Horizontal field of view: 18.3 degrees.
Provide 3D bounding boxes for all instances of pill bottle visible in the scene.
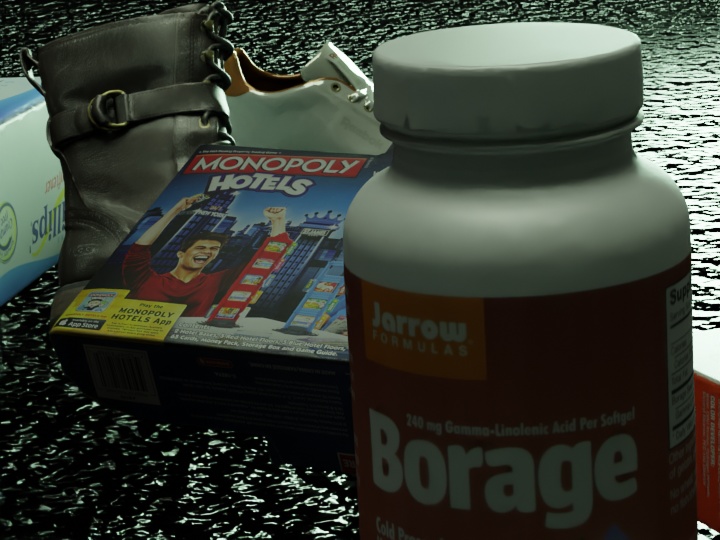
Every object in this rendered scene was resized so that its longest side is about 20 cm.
[{"bbox_3d":[0.051,0.027,0.712,0.111,0.202,0.112,-4,14,1],"label":"pill bottle"}]

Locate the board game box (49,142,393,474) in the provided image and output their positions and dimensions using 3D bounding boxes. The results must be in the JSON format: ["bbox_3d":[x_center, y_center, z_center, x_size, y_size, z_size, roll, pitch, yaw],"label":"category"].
[{"bbox_3d":[0.000,0.000,0.977,0.198,0.062,0.200,5,36,25],"label":"board game box"}]

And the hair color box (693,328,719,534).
[{"bbox_3d":[0.194,0.069,0.791,0.110,0.065,0.200,-8,14,-21],"label":"hair color box"}]

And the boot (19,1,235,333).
[{"bbox_3d":[-0.073,-0.054,1.099,0.198,0.176,0.069,-4,-22,4],"label":"boot"}]

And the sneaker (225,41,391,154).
[{"bbox_3d":[0.002,-0.090,1.362,0.198,0.085,0.073,12,18,5],"label":"sneaker"}]

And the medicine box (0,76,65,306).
[{"bbox_3d":[-0.273,-0.041,1.245,0.198,0.104,0.182,-1,15,13],"label":"medicine box"}]
